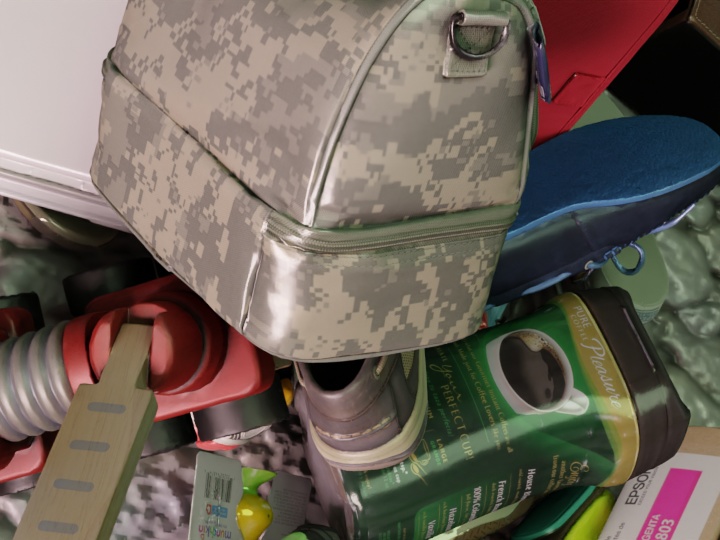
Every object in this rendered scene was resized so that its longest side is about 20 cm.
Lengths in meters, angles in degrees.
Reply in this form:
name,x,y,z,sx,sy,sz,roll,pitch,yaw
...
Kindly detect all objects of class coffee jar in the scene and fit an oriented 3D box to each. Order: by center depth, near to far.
name,x,y,z,sx,sy,sz,roll,pitch,yaw
coffee jar,0.071,0.079,0.836,0.198,0.086,0.105,-15,57,-12

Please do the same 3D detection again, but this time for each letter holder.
name,x,y,z,sx,sy,sz,roll,pitch,yaw
letter holder,0.280,-0.150,1.089,0.199,0.100,0.143,36,61,-21

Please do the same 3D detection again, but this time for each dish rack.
name,x,y,z,sx,sy,sz,roll,pitch,yaw
dish rack,-0.158,-0.121,0.782,0.198,0.044,0.174,15,87,-7

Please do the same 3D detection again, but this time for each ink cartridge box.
name,x,y,z,sx,sy,sz,roll,pitch,yaw
ink cartridge box,0.188,0.216,0.910,0.200,0.074,0.166,-52,132,-40

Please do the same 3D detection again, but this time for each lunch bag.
name,x,y,z,sx,sy,sz,roll,pitch,yaw
lunch bag,-0.017,-0.078,0.676,0.138,0.200,0.169,-8,124,-33

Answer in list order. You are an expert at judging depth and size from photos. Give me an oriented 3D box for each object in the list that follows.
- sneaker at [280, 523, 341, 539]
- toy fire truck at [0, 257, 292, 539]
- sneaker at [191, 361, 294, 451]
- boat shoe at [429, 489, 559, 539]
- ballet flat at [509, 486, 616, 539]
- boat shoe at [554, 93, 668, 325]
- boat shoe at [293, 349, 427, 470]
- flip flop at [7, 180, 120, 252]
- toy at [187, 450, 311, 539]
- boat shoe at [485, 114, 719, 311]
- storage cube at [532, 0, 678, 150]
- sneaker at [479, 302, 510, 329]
name,x,y,z,sx,sy,sz,roll,pitch,yaw
sneaker,-0.010,0.218,0.804,0.084,0.076,0.202,-53,141,-51
toy fire truck,-0.134,0.063,0.691,0.200,0.174,0.130,-1,76,-76
sneaker,-0.063,-0.007,0.848,0.077,0.082,0.202,0,78,-32
boat shoe,0.068,0.109,0.914,0.199,0.071,0.077,-23,93,-40
ballet flat,0.096,0.176,0.877,0.199,0.066,0.068,-18,88,-53
boat shoe,0.138,-0.037,0.986,0.069,0.072,0.202,13,47,-23
boat shoe,0.000,0.000,0.787,0.074,0.074,0.202,-11,52,7
flip flop,-0.136,-0.108,0.839,0.081,0.057,0.202,26,66,-25
toy,-0.078,0.199,0.801,0.115,0.047,0.202,27,69,-59
boat shoe,0.111,-0.030,0.883,0.198,0.069,0.085,-18,44,-6
storage cube,0.042,-0.176,0.868,0.178,0.200,0.172,7,55,-28
sneaker,0.051,-0.013,0.925,0.095,0.079,0.201,37,62,-18
